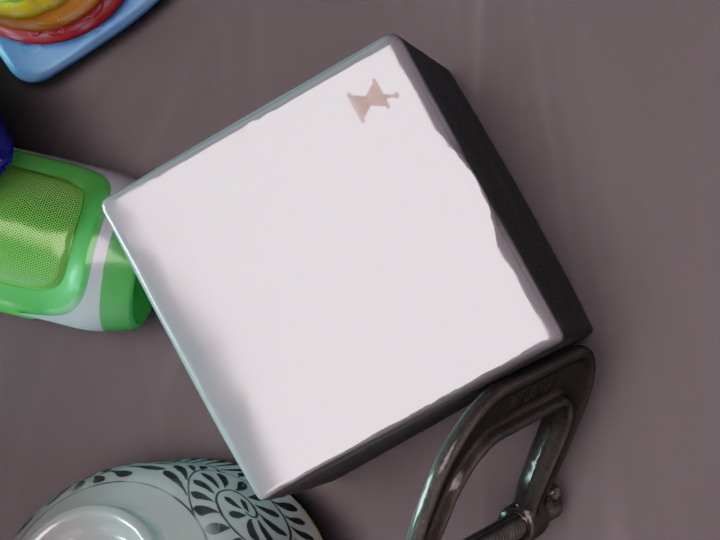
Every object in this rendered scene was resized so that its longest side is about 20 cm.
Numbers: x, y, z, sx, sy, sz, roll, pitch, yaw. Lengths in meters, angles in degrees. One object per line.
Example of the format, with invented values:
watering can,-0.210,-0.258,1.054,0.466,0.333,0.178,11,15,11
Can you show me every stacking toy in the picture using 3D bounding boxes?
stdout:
stacking toy,-0.178,-0.173,1.472,0.110,0.200,0.116,-35,84,7

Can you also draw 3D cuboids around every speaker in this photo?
speaker,-0.204,-0.027,1.533,0.200,0.088,0.089,13,91,8

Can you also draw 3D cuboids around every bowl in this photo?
bowl,-0.120,0.175,1.472,0.201,0.094,0.201,-11,63,21

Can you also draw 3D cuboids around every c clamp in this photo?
c clamp,0.065,0.117,1.416,0.027,0.200,0.171,31,106,20

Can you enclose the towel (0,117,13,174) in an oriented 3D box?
towel,-0.271,-0.095,1.503,0.148,0.050,0.200,-27,56,-2

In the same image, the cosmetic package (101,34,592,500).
cosmetic package,0.000,0.000,1.443,0.166,0.200,0.167,-29,84,7
